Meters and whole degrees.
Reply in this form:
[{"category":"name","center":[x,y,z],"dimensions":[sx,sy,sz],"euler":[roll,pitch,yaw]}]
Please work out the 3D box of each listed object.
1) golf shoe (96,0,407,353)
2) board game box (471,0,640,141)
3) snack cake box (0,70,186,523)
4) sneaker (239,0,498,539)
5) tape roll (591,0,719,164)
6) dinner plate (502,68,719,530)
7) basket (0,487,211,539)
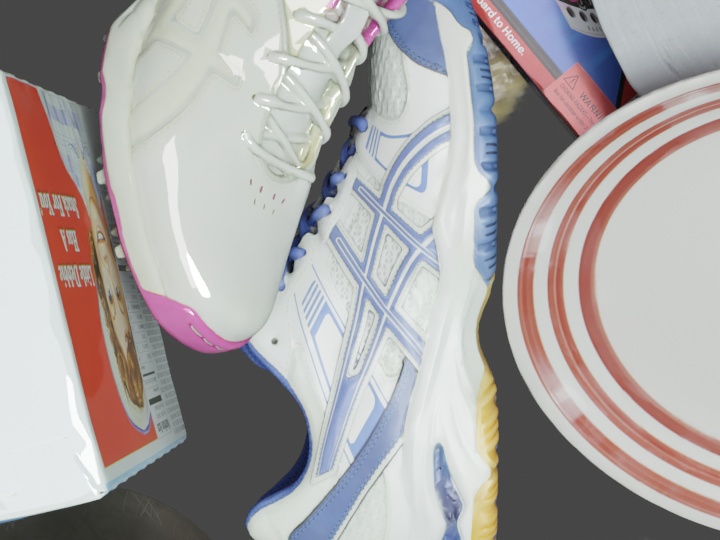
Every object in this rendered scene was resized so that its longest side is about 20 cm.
[{"category":"golf shoe","center":[-0.027,-0.075,0.743],"dimensions":[0.091,0.075,0.201],"euler":[-9,69,32]},{"category":"board game box","center":[0.057,-0.142,0.802],"dimensions":[0.103,0.019,0.200],"euler":[-40,89,0]},{"category":"snack cake box","center":[-0.105,0.010,0.714],"dimensions":[0.067,0.200,0.115],"euler":[-13,89,2]},{"category":"sneaker","center":[0.000,0.000,0.775],"dimensions":[0.088,0.075,0.201],"euler":[0,89,2]},{"category":"tape roll","center":[0.165,-0.117,0.724],"dimensions":[0.200,0.066,0.201],"euler":[3,113,8]},{"category":"dinner plate","center":[0.143,0.011,0.745],"dimensions":[0.200,0.024,0.200],"euler":[7,134,8]},{"category":"basket","center":[-0.084,0.157,0.700],"dimensions":[0.180,0.200,0.136],"euler":[-19,113,5]}]
